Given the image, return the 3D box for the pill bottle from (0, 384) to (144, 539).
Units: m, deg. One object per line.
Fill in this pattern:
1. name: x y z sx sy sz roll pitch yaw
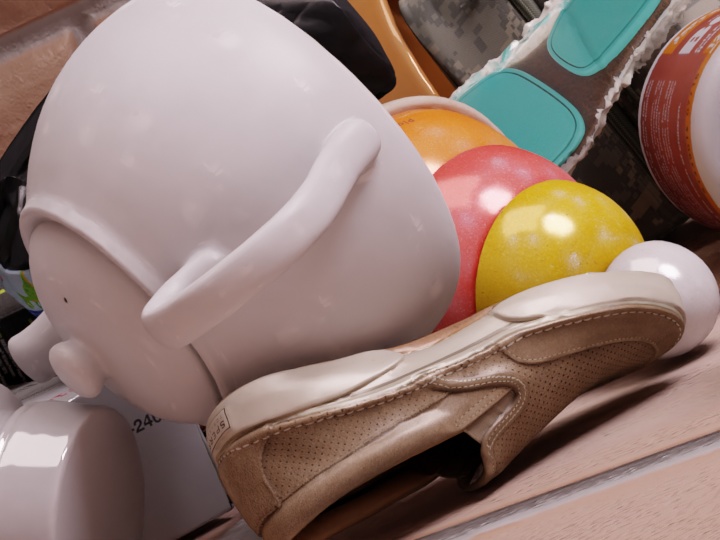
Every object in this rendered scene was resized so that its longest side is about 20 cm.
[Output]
1. pill bottle: -0.198 0.097 1.201 0.199 0.114 0.114 2 15 18

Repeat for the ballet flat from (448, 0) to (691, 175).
1. ballet flat: 0.097 -0.085 1.418 0.200 0.072 0.072 -47 9 -7

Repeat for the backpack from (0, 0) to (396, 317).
1. backpack: -0.087 -0.053 1.371 0.200 0.154 0.163 -38 35 -6

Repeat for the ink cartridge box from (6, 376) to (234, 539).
1. ink cartridge box: -0.170 0.111 1.381 0.145 0.084 0.200 -27 6 -27

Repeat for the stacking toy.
1. stacking toy: 0.074 0.006 1.268 0.146 0.147 0.200 -28 24 -31

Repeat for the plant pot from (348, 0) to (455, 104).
1. plant pot: 0.029 -0.054 1.608 0.140 0.200 0.200 -40 0 21

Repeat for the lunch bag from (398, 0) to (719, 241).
1. lunch bag: 0.142 -0.128 1.524 0.168 0.200 0.139 -38 -2 21

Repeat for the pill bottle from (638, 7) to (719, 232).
1. pill bottle: 0.189 -0.068 1.355 0.112 0.113 0.200 -25 6 -3

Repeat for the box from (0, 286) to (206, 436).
1. box: -0.173 0.059 1.543 0.193 0.048 0.200 -27 -31 -5

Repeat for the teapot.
1. teapot: -0.065 -0.007 1.175 0.197 0.200 0.146 32 66 32

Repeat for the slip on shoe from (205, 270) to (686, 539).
1. slip on shoe: 0.041 0.056 1.141 0.199 0.061 0.076 -14 -27 -22
